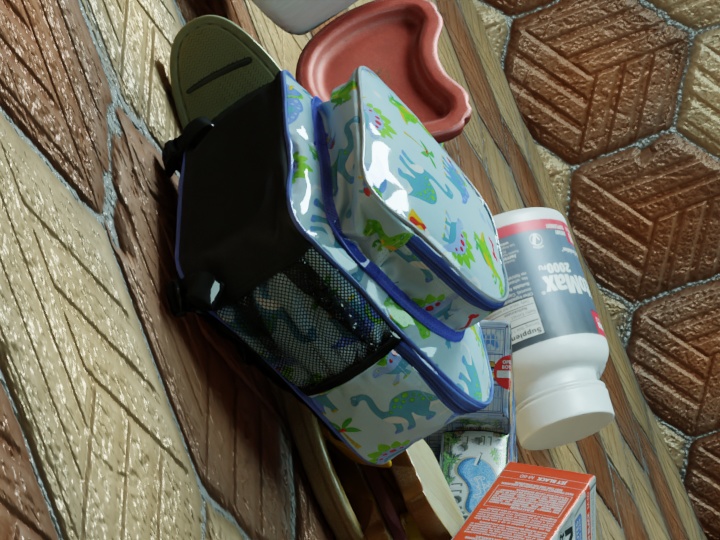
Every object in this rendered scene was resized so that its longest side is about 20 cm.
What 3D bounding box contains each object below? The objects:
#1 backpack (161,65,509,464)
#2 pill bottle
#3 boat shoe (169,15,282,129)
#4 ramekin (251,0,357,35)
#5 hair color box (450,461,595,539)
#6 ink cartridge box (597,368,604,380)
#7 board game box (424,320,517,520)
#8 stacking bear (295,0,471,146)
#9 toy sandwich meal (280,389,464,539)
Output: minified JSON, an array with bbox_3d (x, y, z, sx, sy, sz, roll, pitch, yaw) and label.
[{"bbox_3d":[0.000,0.000,1.574,0.200,0.147,0.183,50,19,-31],"label":"backpack"},{"bbox_3d":[0.160,0.055,2.531,0.120,0.119,0.200,44,27,-69],"label":"pill bottle"},{"bbox_3d":[-0.051,-0.068,1.713,0.200,0.075,0.068,56,5,-3],"label":"boat shoe"},{"bbox_3d":[-0.060,-0.258,1.908,0.201,0.098,0.200,52,9,-11],"label":"ramekin"},{"bbox_3d":[0.084,0.210,1.654,0.200,0.064,0.111,-45,138,-55],"label":"hair color box"},{"bbox_3d":[0.173,0.056,2.714,0.200,0.085,0.145,-30,99,-82],"label":"ink cartridge box"},{"bbox_3d":[0.071,0.138,1.863,0.200,0.062,0.200,85,8,-45],"label":"board game box"},{"bbox_3d":[0.010,-0.083,1.965,0.200,0.114,0.122,91,-15,-58],"label":"stacking bear"},{"bbox_3d":[0.012,0.109,1.729,0.205,0.070,0.205,-21,90,-81],"label":"toy sandwich meal"}]
